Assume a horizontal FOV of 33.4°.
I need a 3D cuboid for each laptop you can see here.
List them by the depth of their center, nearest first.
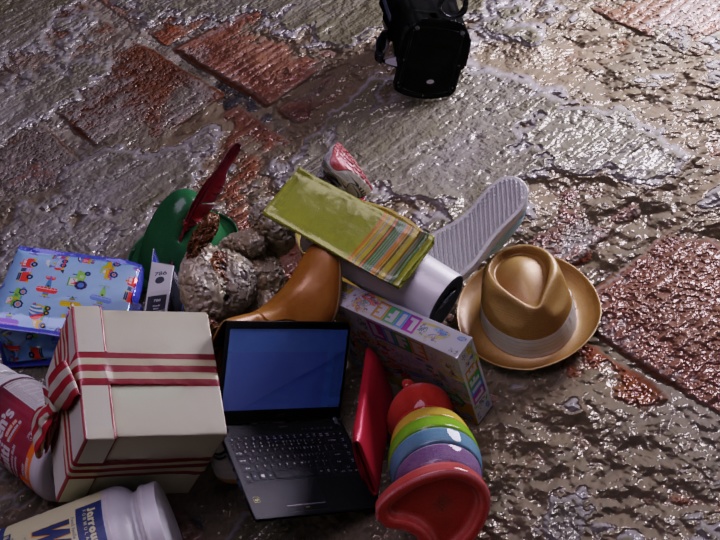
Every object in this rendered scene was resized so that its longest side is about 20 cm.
[{"bbox_3d":[-0.063,0.166,1.358,0.175,0.104,0.201,2,45,-36],"label":"laptop"}]

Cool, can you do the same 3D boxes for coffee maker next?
[{"bbox_3d":[0.110,-0.404,1.913,0.192,0.133,0.201,-50,32,31],"label":"coffee maker"}]

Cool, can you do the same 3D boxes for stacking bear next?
[{"bbox_3d":[0.077,0.204,1.358,0.114,0.121,0.201,-43,26,18],"label":"stacking bear"}]

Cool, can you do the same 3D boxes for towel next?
[{"bbox_3d":[-0.015,-0.053,1.433,0.198,0.018,0.086,28,57,17],"label":"towel"}]

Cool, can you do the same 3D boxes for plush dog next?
[{"bbox_3d":[-0.169,0.013,1.573,0.159,0.203,0.171,-15,-7,38],"label":"plush dog"}]

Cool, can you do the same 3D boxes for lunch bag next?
[{"bbox_3d":[-0.396,0.050,1.671,0.197,0.095,0.152,0,47,10],"label":"lunch bag"}]

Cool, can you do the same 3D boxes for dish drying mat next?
[{"bbox_3d":[0.013,0.171,1.394,0.018,0.078,0.201,-13,25,13],"label":"dish drying mat"}]

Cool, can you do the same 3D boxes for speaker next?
[{"bbox_3d":[0.026,-0.009,1.462,0.199,0.082,0.081,32,59,19],"label":"speaker"}]

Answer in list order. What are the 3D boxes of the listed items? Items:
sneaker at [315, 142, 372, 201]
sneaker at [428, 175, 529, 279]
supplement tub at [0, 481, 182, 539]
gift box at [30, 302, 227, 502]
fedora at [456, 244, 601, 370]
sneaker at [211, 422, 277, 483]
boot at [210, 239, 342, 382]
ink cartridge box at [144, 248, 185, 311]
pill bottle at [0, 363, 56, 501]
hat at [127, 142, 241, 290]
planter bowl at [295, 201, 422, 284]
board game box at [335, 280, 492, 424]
[{"bbox_3d":[-0.035,-0.109,1.667,0.082,0.200,0.078,-36,77,-11],"label":"sneaker"},{"bbox_3d":[0.141,-0.030,1.524,0.199,0.082,0.074,-39,66,-4],"label":"sneaker"},{"bbox_3d":[-0.299,0.325,1.317,0.198,0.146,0.146,-20,43,-4],"label":"supplement tub"},{"bbox_3d":[-0.276,0.145,1.372,0.184,0.185,0.202,1,51,-27],"label":"gift box"},{"bbox_3d":[0.208,0.031,1.511,0.198,0.082,0.202,-9,44,9],"label":"fedora"},{"bbox_3d":[-0.131,0.161,1.478,0.075,0.088,0.201,1,44,20],"label":"sneaker"},{"bbox_3d":[-0.102,0.057,1.405,0.070,0.204,0.143,24,11,38],"label":"boot"},{"bbox_3d":[-0.257,0.070,1.598,0.039,0.100,0.202,-9,45,6],"label":"ink cartridge box"},{"bbox_3d":[-0.419,0.198,1.508,0.199,0.110,0.110,26,57,35],"label":"pill bottle"},{"bbox_3d":[-0.268,-0.095,1.711,0.199,0.177,0.165,-34,46,-19],"label":"hat"},{"bbox_3d":[0.000,0.000,1.582,0.198,0.084,0.202,13,38,-10],"label":"planter bowl"},{"bbox_3d":[0.059,0.098,1.449,0.198,0.135,0.034,23,60,35],"label":"board game box"}]
